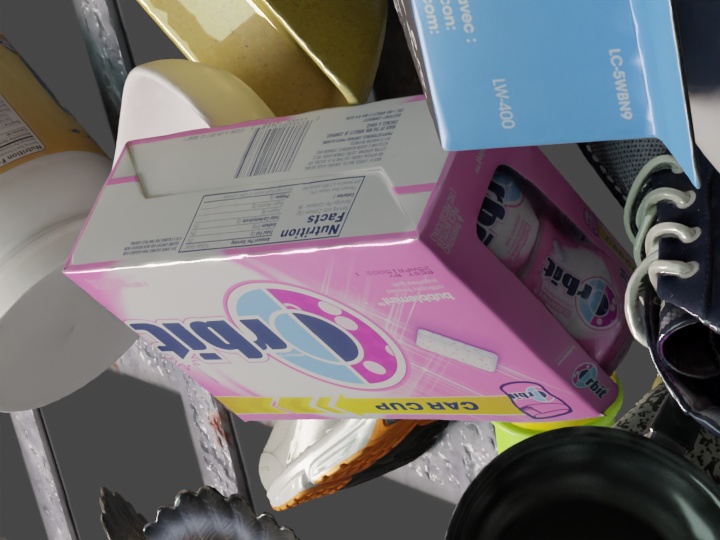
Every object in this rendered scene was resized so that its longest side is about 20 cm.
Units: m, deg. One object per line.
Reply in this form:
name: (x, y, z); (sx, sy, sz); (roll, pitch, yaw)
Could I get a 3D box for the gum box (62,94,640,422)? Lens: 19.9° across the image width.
gum box: (0.000, 0.000, 0.766); (0.199, 0.066, 0.113); (-4, 143, 44)

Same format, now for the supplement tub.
supplement tub: (-0.209, -0.037, 1.098); (0.200, 0.144, 0.145); (48, 145, 24)

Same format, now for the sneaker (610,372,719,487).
sneaker: (0.150, 0.120, 0.737); (0.200, 0.088, 0.077); (54, 147, 14)

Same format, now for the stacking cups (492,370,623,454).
stacking cups: (0.088, 0.099, 0.854); (0.060, 0.060, 0.201); (26, 137, 45)

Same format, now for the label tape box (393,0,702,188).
label tape box: (0.034, -0.117, 0.577); (0.200, 0.063, 0.145); (-101, -2, -66)

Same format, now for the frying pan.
frying pan: (0.082, 0.074, 0.697); (0.031, 0.114, 0.191); (118, 159, -62)

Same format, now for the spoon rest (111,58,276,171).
spoon rest: (-0.074, -0.047, 0.911); (0.099, 0.061, 0.200); (50, 171, -9)

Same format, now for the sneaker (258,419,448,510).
sneaker: (0.000, 0.036, 0.927); (0.092, 0.075, 0.200); (62, 142, 17)

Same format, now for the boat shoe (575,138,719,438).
boat shoe: (0.114, -0.015, 0.687); (0.200, 0.093, 0.075); (41, 142, 32)

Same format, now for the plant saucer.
plant saucer: (-0.060, -0.134, 0.829); (0.200, 0.048, 0.200); (49, 171, 1)

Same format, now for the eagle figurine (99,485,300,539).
eagle figurine: (-0.082, 0.221, 1.153); (0.151, 0.151, 0.201); (-2, 80, 15)

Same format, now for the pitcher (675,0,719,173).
pitcher: (0.119, -0.111, 0.536); (0.121, 0.171, 0.201); (12, 123, 33)
